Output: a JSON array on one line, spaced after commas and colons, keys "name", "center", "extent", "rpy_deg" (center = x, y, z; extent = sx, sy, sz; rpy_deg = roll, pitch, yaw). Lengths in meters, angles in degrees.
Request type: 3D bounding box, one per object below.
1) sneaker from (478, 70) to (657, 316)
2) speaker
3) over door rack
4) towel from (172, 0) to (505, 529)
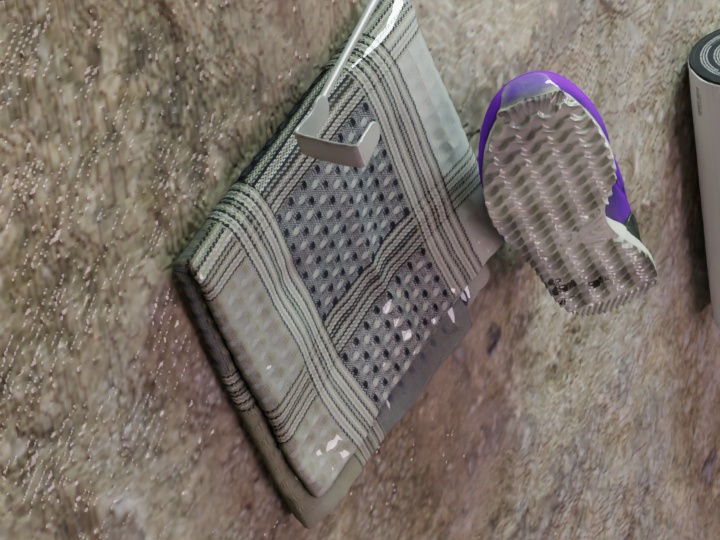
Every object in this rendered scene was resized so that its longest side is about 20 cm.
[{"name": "sneaker", "center": [0.097, -0.060, 1.104], "extent": [0.200, 0.069, 0.100], "rpy_deg": [59, 14, -57]}, {"name": "speaker", "center": [0.257, -0.052, 1.344], "extent": [0.081, 0.081, 0.201], "rpy_deg": [-44, 135, -38]}, {"name": "over door rack", "center": [-0.025, -0.165, 0.886], "extent": [0.148, 0.066, 0.201], "rpy_deg": [66, 29, -43]}, {"name": "towel", "center": [0.000, 0.000, 1.029], "extent": [0.193, 0.034, 0.201], "rpy_deg": [-54, 142, -29]}]
